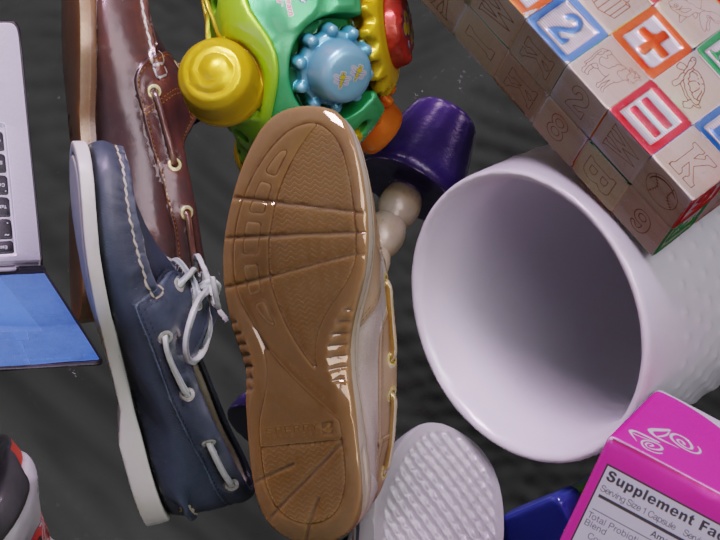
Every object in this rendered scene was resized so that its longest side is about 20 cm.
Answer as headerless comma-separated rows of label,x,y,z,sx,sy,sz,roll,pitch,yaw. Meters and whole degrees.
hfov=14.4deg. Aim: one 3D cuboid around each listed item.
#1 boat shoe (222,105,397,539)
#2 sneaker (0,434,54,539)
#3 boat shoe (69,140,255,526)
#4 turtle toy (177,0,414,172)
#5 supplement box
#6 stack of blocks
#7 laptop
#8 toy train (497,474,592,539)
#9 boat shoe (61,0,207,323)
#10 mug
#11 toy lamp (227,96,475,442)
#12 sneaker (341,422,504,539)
boat shoe,-0.019,0.024,1.335,0.073,0.069,0.201,2,93,19
sneaker,-0.148,0.131,1.242,0.067,0.201,0.108,-45,101,-14
boat shoe,-0.091,0.028,1.318,0.062,0.075,0.201,-11,113,-1
turtle toy,-0.027,-0.134,1.390,0.101,0.146,0.201,-6,74,11
supplement box,0.128,0.171,1.310,0.103,0.101,0.200,29,107,12
stack of blocks,0.118,-0.121,1.335,0.115,0.059,0.200,-36,78,-27
laptop,-0.228,-0.036,1.295,0.187,0.116,0.201,-2,75,-19
toy train,0.158,0.187,1.429,0.116,0.085,0.200,-28,90,-43
boat shoe,-0.109,-0.072,1.390,0.070,0.070,0.201,-3,85,-11
mug,0.135,-0.024,1.419,0.175,0.147,0.201,-22,118,-45
toy lamp,0.000,0.000,1.424,0.058,0.058,0.200,35,64,-10
sneaker,0.013,0.165,1.373,0.078,0.079,0.200,31,44,-16
